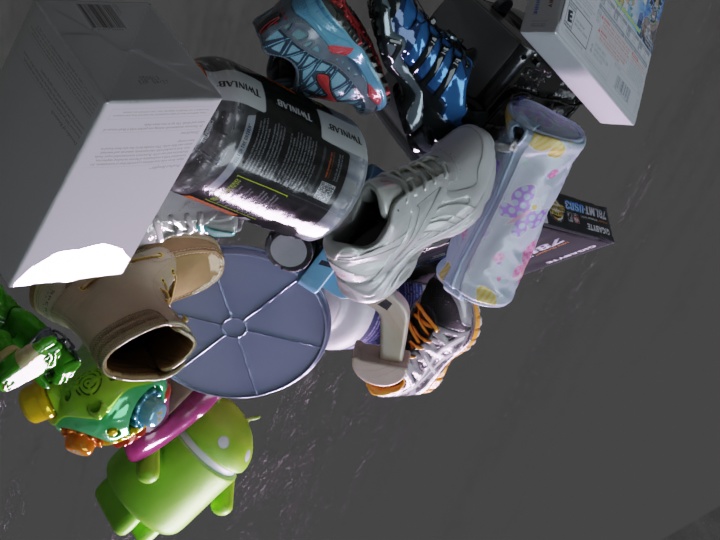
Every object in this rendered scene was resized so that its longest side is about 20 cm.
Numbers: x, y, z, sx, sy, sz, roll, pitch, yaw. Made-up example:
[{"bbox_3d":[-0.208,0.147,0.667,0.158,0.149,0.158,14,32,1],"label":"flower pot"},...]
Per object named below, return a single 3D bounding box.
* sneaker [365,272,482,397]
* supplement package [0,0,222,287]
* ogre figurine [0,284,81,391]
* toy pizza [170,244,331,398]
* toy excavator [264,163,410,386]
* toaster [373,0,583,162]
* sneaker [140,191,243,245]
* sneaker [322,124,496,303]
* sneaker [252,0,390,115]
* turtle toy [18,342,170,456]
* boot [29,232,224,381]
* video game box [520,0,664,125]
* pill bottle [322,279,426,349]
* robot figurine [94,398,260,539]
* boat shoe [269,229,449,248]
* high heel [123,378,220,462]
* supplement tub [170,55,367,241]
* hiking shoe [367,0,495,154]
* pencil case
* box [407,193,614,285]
[{"bbox_3d":[0.066,0.074,1.811,0.077,0.078,0.201,-15,145,-33],"label":"sneaker"},{"bbox_3d":[-0.224,-0.101,1.351,0.121,0.120,0.200,-8,141,-47],"label":"supplement package"},{"bbox_3d":[-0.343,0.052,1.448,0.199,0.120,0.098,-19,144,-40],"label":"ogre figurine"},{"bbox_3d":[-0.129,0.050,1.737,0.199,0.032,0.201,-1,127,-1],"label":"toy pizza"},{"bbox_3d":[0.000,0.000,1.654,0.195,0.199,0.100,-52,-169,27],"label":"toy excavator"},{"bbox_3d":[0.126,-0.173,1.706,0.200,0.119,0.180,-50,152,23],"label":"toaster"},{"bbox_3d":[-0.153,-0.057,1.559,0.199,0.089,0.075,-29,155,-20],"label":"sneaker"},{"bbox_3d":[0.045,-0.063,1.535,0.200,0.078,0.099,-48,145,-9],"label":"sneaker"},{"bbox_3d":[-0.039,-0.194,1.527,0.095,0.080,0.200,-24,152,9],"label":"sneaker"},{"bbox_3d":[-0.245,0.115,1.666,0.145,0.102,0.200,-23,-166,4],"label":"turtle toy"},{"bbox_3d":[-0.185,0.033,1.569,0.199,0.155,0.073,-12,122,-35],"label":"boot"},{"bbox_3d":[0.231,-0.264,1.630,0.200,0.047,0.183,37,67,-53],"label":"video game box"},{"bbox_3d":[-0.013,0.027,1.851,0.199,0.120,0.120,0,135,-54],"label":"pill bottle"},{"bbox_3d":[-0.205,0.216,1.910,0.200,0.116,0.175,-43,142,8],"label":"robot figurine"},{"bbox_3d":[0.004,-0.057,1.709,0.060,0.199,0.072,-53,140,-64],"label":"boat shoe"},{"bbox_3d":[-0.179,0.134,1.848,0.199,0.067,0.097,-21,140,-36],"label":"high heel"},{"bbox_3d":[-0.100,-0.109,1.468,0.199,0.123,0.123,22,118,-42],"label":"supplement tub"},{"bbox_3d":[0.061,-0.205,1.556,0.086,0.075,0.201,-17,129,3],"label":"hiking shoe"},{"bbox_3d":[0.142,-0.063,1.619,0.091,0.083,0.201,-38,153,-60],"label":"pencil case"},{"bbox_3d":[0.137,-0.032,1.805,0.199,0.050,0.198,-19,160,33],"label":"box"}]
